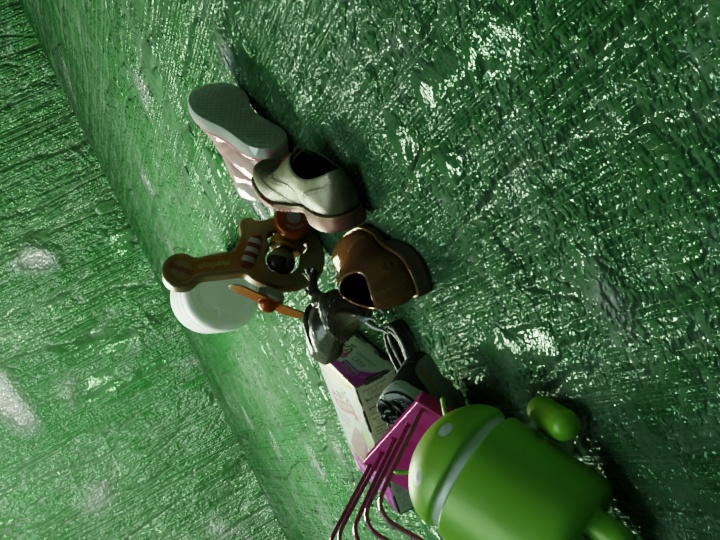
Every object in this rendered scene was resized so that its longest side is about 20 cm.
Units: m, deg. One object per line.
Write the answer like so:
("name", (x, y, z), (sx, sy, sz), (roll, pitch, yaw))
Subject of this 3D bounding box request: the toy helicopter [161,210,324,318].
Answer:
("toy helicopter", (-0.140, 0.000, 1.404), (0.079, 0.199, 0.133), (111, 148, -68))

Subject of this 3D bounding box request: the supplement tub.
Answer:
("supplement tub", (-0.244, 0.039, 1.925), (0.132, 0.131, 0.200), (65, 163, -4))

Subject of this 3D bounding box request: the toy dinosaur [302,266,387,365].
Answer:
("toy dinosaur", (-0.039, 0.062, 1.335), (0.200, 0.077, 0.103), (126, 149, -50))

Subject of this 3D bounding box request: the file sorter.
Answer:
("file sorter", (0.064, 0.233, 1.106), (0.139, 0.126, 0.200), (30, 150, 0))

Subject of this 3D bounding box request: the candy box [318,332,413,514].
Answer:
("candy box", (0.018, 0.188, 1.451), (0.136, 0.061, 0.201), (37, 148, 59))

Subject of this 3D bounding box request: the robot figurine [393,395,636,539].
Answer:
("robot figurine", (0.125, 0.189, 0.951), (0.200, 0.176, 0.116), (32, 178, 24))

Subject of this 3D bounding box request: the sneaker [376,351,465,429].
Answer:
("sneaker", (0.091, 0.164, 1.186), (0.074, 0.080, 0.201), (-2, 135, 34))

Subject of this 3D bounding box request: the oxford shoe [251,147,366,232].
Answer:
("oxford shoe", (-0.061, -0.103, 1.247), (0.200, 0.070, 0.075), (24, 135, 51))

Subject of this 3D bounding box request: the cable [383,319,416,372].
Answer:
("cable", (0.058, 0.156, 1.287), (0.097, 0.050, 0.201), (44, 155, 56))

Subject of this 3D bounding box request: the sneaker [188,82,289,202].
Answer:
("sneaker", (-0.148, -0.150, 1.419), (0.200, 0.075, 0.105), (42, 149, 43))

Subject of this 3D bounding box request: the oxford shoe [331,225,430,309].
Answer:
("oxford shoe", (0.000, 0.000, 1.198), (0.072, 0.071, 0.200), (66, 166, -13))
